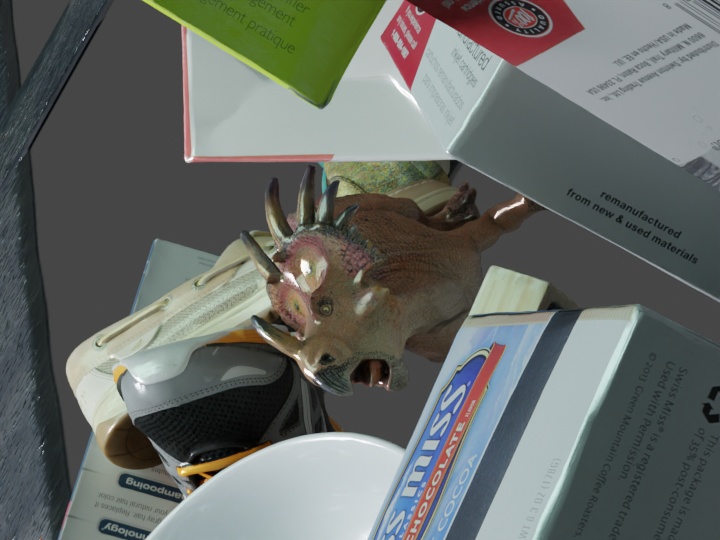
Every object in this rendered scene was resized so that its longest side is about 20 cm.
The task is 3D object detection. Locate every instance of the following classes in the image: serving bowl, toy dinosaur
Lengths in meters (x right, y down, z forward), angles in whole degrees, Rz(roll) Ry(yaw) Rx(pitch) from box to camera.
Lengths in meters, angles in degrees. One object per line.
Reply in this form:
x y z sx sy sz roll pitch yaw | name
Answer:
-0.019 0.165 1.077 0.200 0.066 0.200 -25 46 28 | serving bowl
0.000 0.000 1.161 0.200 0.135 0.086 -174 84 -71 | toy dinosaur

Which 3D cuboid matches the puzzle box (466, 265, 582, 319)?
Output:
0.044 0.114 0.934 0.025 0.133 0.200 17 79 36 | puzzle box

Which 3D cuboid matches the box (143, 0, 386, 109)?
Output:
-0.012 -0.164 0.828 0.200 0.122 0.048 -59 14 4 | box

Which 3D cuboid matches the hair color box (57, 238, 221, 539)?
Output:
-0.077 0.092 1.328 0.061 0.100 0.200 107 179 -55 | hair color box

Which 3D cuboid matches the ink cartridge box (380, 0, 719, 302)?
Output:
0.126 -0.113 0.987 0.200 0.144 0.145 -58 17 13 | ink cartridge box

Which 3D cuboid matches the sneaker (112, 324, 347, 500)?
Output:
-0.043 0.083 1.187 0.078 0.200 0.077 -14 62 15 | sneaker

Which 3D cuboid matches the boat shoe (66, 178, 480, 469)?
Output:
-0.041 0.011 1.285 0.200 0.072 0.065 -33 55 0 | boat shoe

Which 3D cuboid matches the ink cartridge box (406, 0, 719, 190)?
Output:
0.135 -0.082 0.827 0.144 0.200 0.084 -26 37 63 | ink cartridge box

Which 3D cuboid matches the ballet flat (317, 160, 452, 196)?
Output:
0.008 -0.059 1.402 0.071 0.071 0.200 -59 17 12 | ballet flat

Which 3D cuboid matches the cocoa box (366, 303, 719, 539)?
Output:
0.067 0.125 0.822 0.200 0.133 0.131 -66 17 -10 | cocoa box

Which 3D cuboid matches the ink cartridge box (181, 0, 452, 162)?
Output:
0.012 -0.080 1.177 0.200 0.116 0.068 -13 -78 -75 | ink cartridge box
